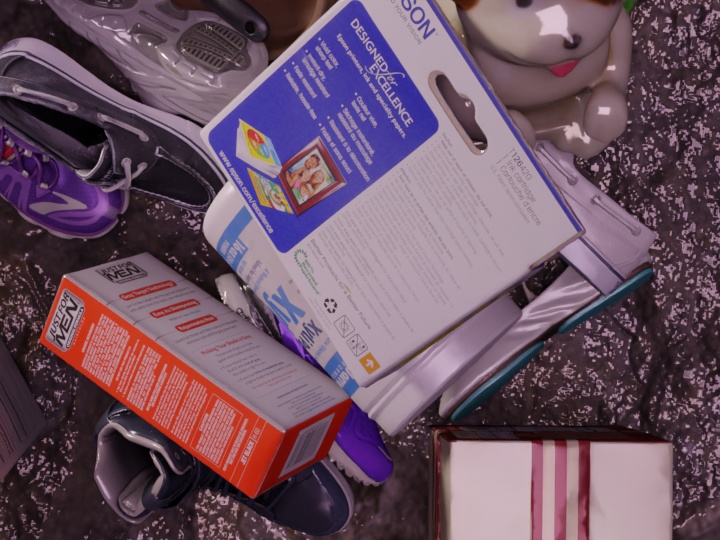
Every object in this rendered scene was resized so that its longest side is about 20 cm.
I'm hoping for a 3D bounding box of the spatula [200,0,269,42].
[{"bbox_3d":[-0.142,-0.222,1.067,0.200,0.021,0.057,35,119,8],"label":"spatula"}]

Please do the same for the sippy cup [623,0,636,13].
[{"bbox_3d":[0.106,-0.228,1.076,0.130,0.178,0.140,-41,118,6],"label":"sippy cup"}]

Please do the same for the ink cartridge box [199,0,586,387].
[{"bbox_3d":[0.020,-0.058,0.919,0.200,0.047,0.198,-36,82,35],"label":"ink cartridge box"}]

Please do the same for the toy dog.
[{"bbox_3d":[0.104,-0.157,0.919,0.139,0.200,0.194,-2,81,-5],"label":"toy dog"}]

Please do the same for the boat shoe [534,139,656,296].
[{"bbox_3d":[0.129,-0.079,1.046,0.202,0.075,0.086,44,93,-4],"label":"boat shoe"}]

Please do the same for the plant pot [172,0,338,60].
[{"bbox_3d":[-0.077,-0.256,1.066,0.201,0.201,0.093,51,56,-6],"label":"plant pot"}]

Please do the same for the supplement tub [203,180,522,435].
[{"bbox_3d":[0.000,0.000,1.052,0.132,0.132,0.200,-43,82,3],"label":"supplement tub"}]

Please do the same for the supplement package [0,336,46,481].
[{"bbox_3d":[-0.310,0.107,1.069,0.114,0.200,0.110,-27,97,1],"label":"supplement package"}]

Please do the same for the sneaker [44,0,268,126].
[{"bbox_3d":[-0.159,-0.160,1.106,0.200,0.099,0.078,36,57,16],"label":"sneaker"}]

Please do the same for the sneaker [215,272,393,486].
[{"bbox_3d":[-0.016,0.065,1.139,0.099,0.070,0.200,-34,97,0],"label":"sneaker"}]

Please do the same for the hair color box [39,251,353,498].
[{"bbox_3d":[-0.115,0.069,1.070,0.200,0.101,0.061,34,114,20],"label":"hair color box"}]

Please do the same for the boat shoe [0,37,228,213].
[{"bbox_3d":[-0.176,-0.087,1.077,0.200,0.068,0.072,33,130,-23],"label":"boat shoe"}]

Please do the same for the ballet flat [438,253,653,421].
[{"bbox_3d":[0.128,0.034,1.149,0.200,0.069,0.069,-37,96,-2],"label":"ballet flat"}]

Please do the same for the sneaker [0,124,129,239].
[{"bbox_3d":[-0.261,-0.091,1.106,0.200,0.083,0.081,37,95,-6],"label":"sneaker"}]

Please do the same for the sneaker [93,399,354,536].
[{"bbox_3d":[-0.103,0.154,1.103,0.202,0.146,0.077,35,112,-3],"label":"sneaker"}]

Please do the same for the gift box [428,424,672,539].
[{"bbox_3d":[0.118,0.210,1.110,0.200,0.185,0.187,-1,88,2],"label":"gift box"}]
